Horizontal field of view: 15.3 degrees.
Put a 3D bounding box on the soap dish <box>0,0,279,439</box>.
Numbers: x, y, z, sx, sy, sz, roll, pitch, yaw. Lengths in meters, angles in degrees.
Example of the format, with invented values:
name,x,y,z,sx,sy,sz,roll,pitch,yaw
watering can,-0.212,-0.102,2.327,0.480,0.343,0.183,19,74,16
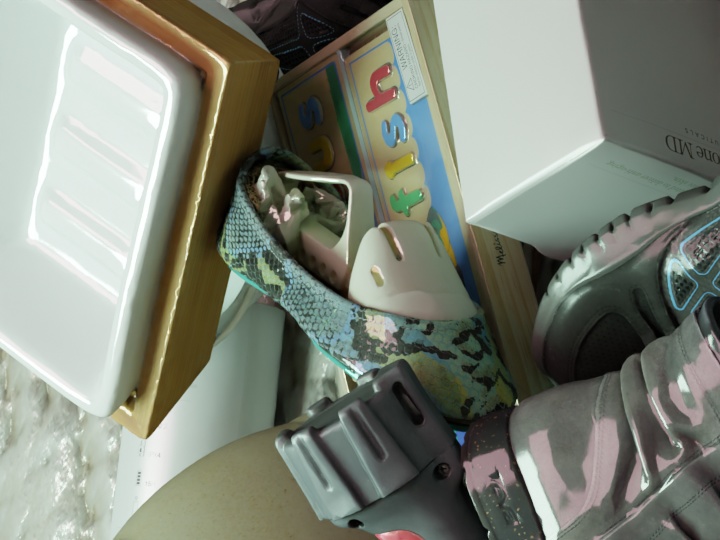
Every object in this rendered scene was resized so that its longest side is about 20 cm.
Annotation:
name,x,y,z,sx,sy,sz,roll,pitch,yaw
soap dish,-0.121,-0.047,1.235,0.157,0.081,0.201,34,125,30

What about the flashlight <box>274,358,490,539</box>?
name,x,y,z,sx,sy,sz,roll,pitch,yaw
flashlight,0.038,0.138,1.067,0.200,0.068,0.068,56,150,-8

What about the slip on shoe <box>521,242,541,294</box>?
name,x,y,z,sx,sy,sz,roll,pitch,yaw
slip on shoe,0.048,-0.011,1.218,0.076,0.060,0.201,32,107,64

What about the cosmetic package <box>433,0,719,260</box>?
name,x,y,z,sx,sy,sz,roll,pitch,yaw
cosmetic package,0.094,-0.109,1.136,0.085,0.107,0.201,-33,55,38

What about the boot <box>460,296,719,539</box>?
name,x,y,z,sx,sy,sz,roll,pitch,yaw
boot,0.131,0.122,1.018,0.131,0.070,0.201,-25,91,28

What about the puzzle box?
name,x,y,z,sx,sy,sz,roll,pitch,yaw
puzzle box,0.021,-0.010,1.184,0.133,0.025,0.201,-29,74,56

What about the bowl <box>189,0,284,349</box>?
name,x,y,z,sx,sy,sz,roll,pitch,yaw
bowl,-0.092,-0.059,1.323,0.201,0.090,0.202,17,116,38

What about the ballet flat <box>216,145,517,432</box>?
name,x,y,z,sx,sy,sz,roll,pitch,yaw
ballet flat,0.000,0.000,1.134,0.200,0.074,0.075,33,108,47

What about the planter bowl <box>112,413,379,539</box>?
name,x,y,z,sx,sy,sz,roll,pitch,yaw
planter bowl,-0.053,0.173,1.204,0.200,0.134,0.201,35,130,55

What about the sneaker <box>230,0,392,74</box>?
name,x,y,z,sx,sy,sz,roll,pitch,yaw
sneaker,-0.004,-0.124,1.343,0.200,0.073,0.082,-37,76,46

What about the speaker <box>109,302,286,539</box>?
name,x,y,z,sx,sy,sz,roll,pitch,yaw
speaker,-0.088,0.112,1.383,0.081,0.081,0.201,-8,74,57

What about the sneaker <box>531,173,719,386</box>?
name,x,y,z,sx,sy,sz,roll,pitch,yaw
sneaker,0.144,0.005,1.048,0.200,0.073,0.082,-41,63,39
